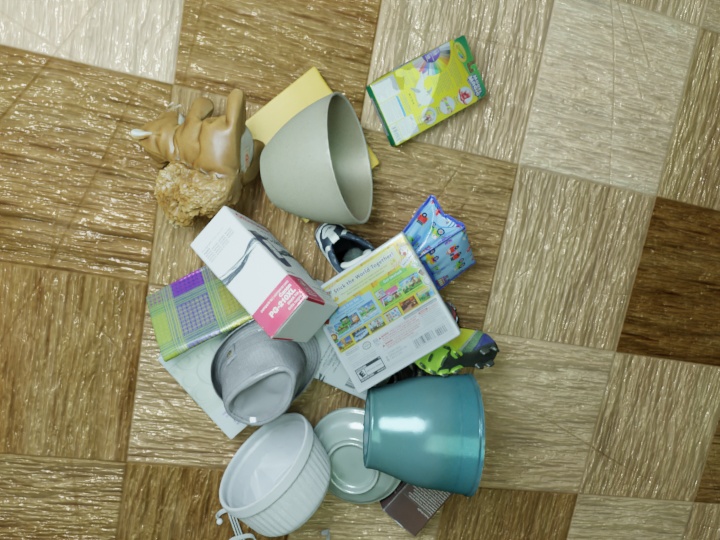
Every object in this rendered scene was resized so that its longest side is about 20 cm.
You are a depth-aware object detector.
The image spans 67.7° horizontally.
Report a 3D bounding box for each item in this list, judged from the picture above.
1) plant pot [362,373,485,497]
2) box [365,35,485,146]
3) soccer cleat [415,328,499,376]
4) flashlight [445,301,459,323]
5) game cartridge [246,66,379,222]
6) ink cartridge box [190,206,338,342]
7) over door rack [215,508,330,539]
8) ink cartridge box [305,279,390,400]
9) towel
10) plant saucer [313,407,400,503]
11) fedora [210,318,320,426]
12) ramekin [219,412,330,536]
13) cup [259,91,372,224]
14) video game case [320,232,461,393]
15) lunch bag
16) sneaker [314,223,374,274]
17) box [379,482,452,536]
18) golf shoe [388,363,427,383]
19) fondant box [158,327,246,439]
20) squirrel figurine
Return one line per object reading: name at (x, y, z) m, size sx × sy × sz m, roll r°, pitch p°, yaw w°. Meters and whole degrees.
plant pot at (0.098, 0.277, 0.928) m, size 0.183 × 0.200 × 0.206 m, roll 4°, pitch 100°, yaw -4°
box at (0.120, -0.323, 0.961) m, size 0.197 × 0.048 × 0.119 m, roll -28°, pitch 105°, yaw -3°
soccer cleat at (0.159, 0.138, 0.952) m, size 0.196 × 0.084 × 0.066 m, roll 4°, pitch 115°, yaw -34°
flashlight at (0.132, 0.075, 0.964) m, size 0.068 × 0.200 × 0.068 m, roll -42°, pitch 67°, yaw 5°
game cartridge at (-0.089, -0.218, 0.946) m, size 0.175 × 0.032 × 0.202 m, roll -37°, pitch 103°, yaw -3°
ink cartridge box at (-0.145, 0.009, 0.831) m, size 0.085 × 0.145 × 0.200 m, roll -46°, pitch 72°, yaw 4°
over door rack at (-0.167, 0.509, 1.047) m, size 0.195 × 0.067 × 0.151 m, roll -18°, pitch 105°, yaw -8°
ink cartridge box at (-0.029, 0.131, 0.985) m, size 0.197 × 0.084 × 0.146 m, roll 26°, pitch 105°, yaw -16°
towel at (-0.260, 0.056, 0.918) m, size 0.197 × 0.145 × 0.023 m, roll -26°, pitch 148°, yaw -7°
plant saucer at (-0.012, 0.366, 1.026) m, size 0.195 × 0.050 × 0.206 m, roll 3°, pitch 103°, yaw 12°
fedora at (-0.159, 0.181, 0.890) m, size 0.199 × 0.091 × 0.177 m, roll -38°, pitch 118°, yaw 11°
ramekin at (-0.144, 0.369, 0.959) m, size 0.199 × 0.200 × 0.106 m, roll -38°, pitch 110°, yaw -3°
cup at (-0.076, -0.164, 0.861) m, size 0.140 × 0.200 × 0.205 m, roll -9°, pitch 104°, yaw 20°
video game case at (0.034, 0.070, 0.867) m, size 0.198 × 0.023 × 0.185 m, roll -32°, pitch 86°, yaw 15°
lunch bag at (0.096, -0.006, 0.954) m, size 0.200 × 0.094 × 0.151 m, roll -43°, pitch 151°, yaw -1°
sneaker at (0.000, 0.000, 0.953) m, size 0.079 × 0.130 × 0.201 m, roll -34°, pitch 106°, yaw -3°
box at (0.136, 0.423, 1.094) m, size 0.100 × 0.075 × 0.200 m, roll 43°, pitch 88°, yaw -16°
golf shoe at (0.072, 0.268, 1.055) m, size 0.092 × 0.078 × 0.206 m, roll 8°, pitch 90°, yaw -6°
fondant box at (-0.242, 0.179, 0.972) m, size 0.143 × 0.058 × 0.201 m, roll -38°, pitch 107°, yaw -3°
squirrel figurine at (-0.267, -0.173, 0.839) m, size 0.182 × 0.142 × 0.205 m, roll 9°, pitch 75°, yaw 8°
